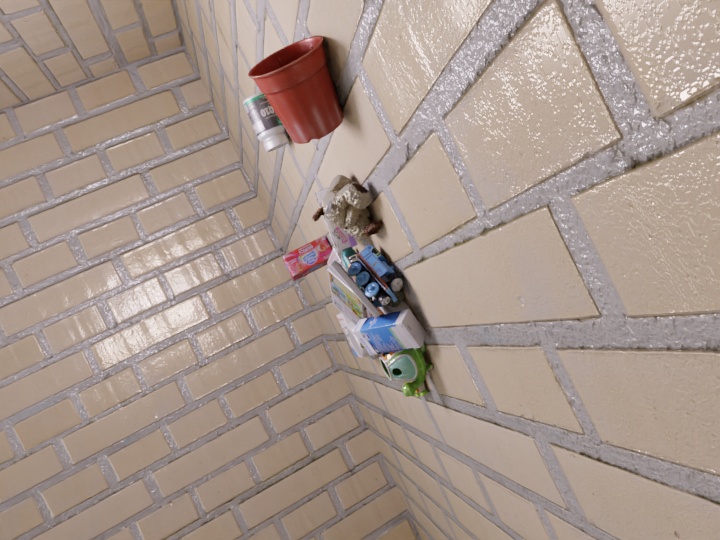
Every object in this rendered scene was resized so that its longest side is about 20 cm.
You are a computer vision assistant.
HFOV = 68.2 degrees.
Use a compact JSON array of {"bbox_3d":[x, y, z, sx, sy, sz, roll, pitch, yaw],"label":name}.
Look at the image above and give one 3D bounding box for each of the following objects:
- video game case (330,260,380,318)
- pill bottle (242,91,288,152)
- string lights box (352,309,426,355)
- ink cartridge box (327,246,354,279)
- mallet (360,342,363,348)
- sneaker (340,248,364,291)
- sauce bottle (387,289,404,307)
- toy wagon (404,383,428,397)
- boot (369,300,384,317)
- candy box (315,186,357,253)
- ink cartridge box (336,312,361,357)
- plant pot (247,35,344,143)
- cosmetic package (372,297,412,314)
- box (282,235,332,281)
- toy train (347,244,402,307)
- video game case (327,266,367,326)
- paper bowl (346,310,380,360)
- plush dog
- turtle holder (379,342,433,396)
[{"bbox_3d":[-0.013,0.054,1.572,0.200,0.022,0.182,49,179,1],"label":"video game case"},{"bbox_3d":[-0.352,-0.559,2.004,0.202,0.112,0.113,66,166,-9],"label":"pill bottle"},{"bbox_3d":[0.083,0.184,1.559,0.199,0.059,0.103,-16,119,43],"label":"string lights box"},{"bbox_3d":[-0.057,-0.016,1.911,0.201,0.067,0.116,62,153,19],"label":"ink cartridge box"},{"bbox_3d":[0.066,0.211,1.763,0.199,0.041,0.066,-20,94,40],"label":"mallet"},{"bbox_3d":[0.000,0.000,1.800,0.201,0.071,0.080,63,152,14],"label":"sneaker"},{"bbox_3d":[0.062,0.033,1.622,0.200,0.064,0.065,51,162,48],"label":"sauce bottle"},{"bbox_3d":[0.176,0.353,1.809,0.156,0.039,0.200,62,166,10],"label":"toy wagon"},{"bbox_3d":[0.056,0.180,1.849,0.156,0.076,0.200,62,162,-14],"label":"boot"},{"bbox_3d":[-0.080,-0.166,1.689,0.200,0.071,0.169,-115,4,-71],"label":"candy box"},{"bbox_3d":[-0.016,0.260,2.268,0.202,0.084,0.146,64,166,0],"label":"ink cartridge box"},{"bbox_3d":[-0.143,-0.437,1.316,0.201,0.200,0.196,44,164,54],"label":"plant pot"},{"bbox_3d":[0.096,0.105,1.641,0.200,0.050,0.083,49,161,47],"label":"cosmetic package"},{"bbox_3d":[-0.214,-0.050,2.209,0.100,0.198,0.096,61,168,10],"label":"box"},{"bbox_3d":[0.045,0.017,1.538,0.200,0.114,0.087,48,179,45],"label":"toy train"},{"bbox_3d":[-0.043,0.105,1.866,0.200,0.023,0.183,40,150,38],"label":"video game case"},{"bbox_3d":[0.018,0.257,2.098,0.202,0.104,0.201,58,166,23],"label":"paper bowl"},{"bbox_3d":[-0.028,-0.155,1.503,0.172,0.161,0.200,41,180,-28],"label":"plush dog"},{"bbox_3d":[0.134,0.287,1.652,0.141,0.131,0.187,51,161,40],"label":"turtle holder"}]
